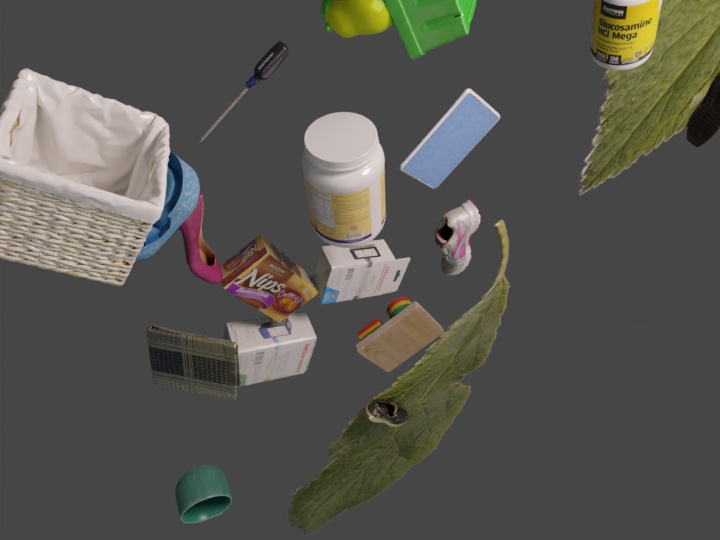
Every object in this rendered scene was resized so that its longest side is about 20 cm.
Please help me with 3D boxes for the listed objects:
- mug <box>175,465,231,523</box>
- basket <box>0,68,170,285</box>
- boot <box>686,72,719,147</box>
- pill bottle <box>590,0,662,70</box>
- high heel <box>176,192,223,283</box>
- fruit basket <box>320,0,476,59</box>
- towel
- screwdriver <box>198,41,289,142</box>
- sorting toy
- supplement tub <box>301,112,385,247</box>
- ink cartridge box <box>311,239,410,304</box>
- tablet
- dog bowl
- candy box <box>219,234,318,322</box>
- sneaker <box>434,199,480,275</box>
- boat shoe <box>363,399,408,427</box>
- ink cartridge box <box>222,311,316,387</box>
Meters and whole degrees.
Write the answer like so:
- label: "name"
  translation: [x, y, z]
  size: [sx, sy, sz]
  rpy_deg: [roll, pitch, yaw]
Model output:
- label: "mug"
  translation: [-0.465, 0.652, 1.708]
  size: [0.150, 0.115, 0.187]
  rpy_deg: [-4, 138, -32]
- label: "basket"
  translation: [-0.369, -0.116, 0.764]
  size: [0.197, 0.200, 0.161]
  rpy_deg: [15, 131, -29]
- label: "boot"
  translation: [0.914, -0.407, 1.451]
  size: [0.136, 0.078, 0.202]
  rpy_deg: [-17, 144, -26]
- label: "pill bottle"
  translation: [0.468, -0.466, 1.026]
  size: [0.111, 0.113, 0.201]
  rpy_deg: [-28, 144, -2]
- label: "high heel"
  translation: [-0.273, -0.051, 1.035]
  size: [0.095, 0.068, 0.201]
  rpy_deg: [-22, 142, 8]
- label: "fruit basket"
  translation: [0.045, -0.403, 0.815]
  size: [0.212, 0.158, 0.216]
  rpy_deg: [15, 159, 6]
- label: "towel"
  translation: [-0.351, 0.195, 1.243]
  size: [0.196, 0.035, 0.195]
  rpy_deg: [12, 131, 0]
- label: "screwdriver"
  translation: [-0.183, -0.268, 0.880]
  size: [0.199, 0.028, 0.029]
  rpy_deg: [-39, 113, 13]
- label: "sorting toy"
  translation: [0.098, 0.162, 1.556]
  size: [0.198, 0.070, 0.200]
  rpy_deg: [-37, 144, 9]
- label: "supplement tub"
  translation: [-0.027, -0.155, 1.022]
  size: [0.143, 0.147, 0.202]
  rpy_deg: [-20, 143, -12]
- label: "ink cartridge box"
  translation: [0.000, 0.000, 1.293]
  size: [0.197, 0.068, 0.117]
  rpy_deg: [-7, 139, -28]
- label: "tablet"
  translation: [0.177, -0.255, 1.159]
  size: [0.129, 0.014, 0.200]
  rpy_deg: [17, 124, -46]
- label: "dog bowl"
  translation: [-0.329, -0.096, 0.917]
  size: [0.200, 0.112, 0.049]
  rpy_deg: [-43, 155, 17]
- label: "candy box"
  translation: [-0.186, 0.022, 1.200]
  size: [0.116, 0.057, 0.200]
  rpy_deg: [-35, 145, 8]
- label: "sneaker"
  translation: [0.208, -0.070, 1.356]
  size: [0.087, 0.082, 0.203]
  rpy_deg: [-12, 133, -20]
- label: "boat shoe"
  translation: [0.098, 0.466, 1.918]
  size: [0.198, 0.074, 0.065]
  rpy_deg: [16, 130, -45]
- label: "ink cartridge box"
  translation: [-0.215, 0.183, 1.345]
  size: [0.197, 0.088, 0.147]
  rpy_deg: [-6, 139, -27]
